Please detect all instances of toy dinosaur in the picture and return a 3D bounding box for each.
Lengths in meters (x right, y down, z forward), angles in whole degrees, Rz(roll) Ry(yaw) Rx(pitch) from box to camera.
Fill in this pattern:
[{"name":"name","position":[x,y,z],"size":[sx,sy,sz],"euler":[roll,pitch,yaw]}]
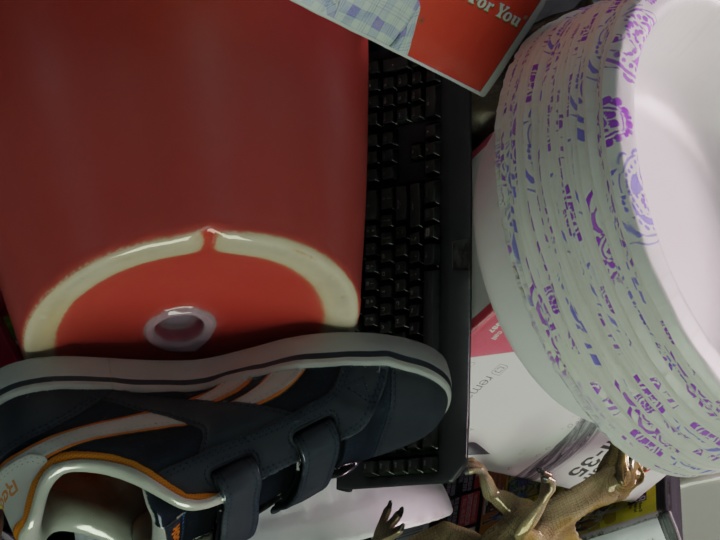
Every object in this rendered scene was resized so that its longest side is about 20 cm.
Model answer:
[{"name":"toy dinosaur","position":[0.059,0.144,1.238],"size":[0.101,0.058,0.200],"euler":[21,126,-39]}]

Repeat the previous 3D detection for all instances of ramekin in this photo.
[{"name":"ramekin","position":[-0.059,0.100,1.324],"size":[0.199,0.098,0.200],"euler":[-13,176,-1]}]

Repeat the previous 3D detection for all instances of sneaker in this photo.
[{"name":"sneaker","position":[-0.055,0.078,1.055],"size":[0.198,0.080,0.079],"euler":[-5,145,-11]}]

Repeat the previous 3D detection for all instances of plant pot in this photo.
[{"name":"plant pot","position":[-0.082,-0.046,1.093],"size":[0.199,0.178,0.201],"euler":[-7,147,-4]}]

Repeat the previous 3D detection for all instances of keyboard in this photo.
[{"name":"keyboard","position":[0.000,0.000,1.171],"size":[0.127,0.202,0.021],"euler":[-10,164,43]}]

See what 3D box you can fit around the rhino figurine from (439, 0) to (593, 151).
[{"name":"rhino figurine","position":[0.080,-0.049,1.238],"size":[0.087,0.060,0.200],"euler":[-13,148,-1]}]

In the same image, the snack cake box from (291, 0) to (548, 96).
[{"name":"snack cake box","position":[-0.002,-0.161,1.008],"size":[0.199,0.067,0.115],"euler":[23,105,-40]}]

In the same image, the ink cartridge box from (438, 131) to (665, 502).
[{"name":"ink cartridge box","position":[0.101,0.027,1.226],"size":[0.199,0.083,0.146],"euler":[15,133,-39]}]

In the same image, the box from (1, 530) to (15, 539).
[{"name":"box","position":[-0.206,0.265,1.487],"size":[0.181,0.201,0.104],"euler":[16,145,-35]}]

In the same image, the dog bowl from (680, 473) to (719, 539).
[{"name":"dog bowl","position":[0.206,0.141,1.553],"size":[0.198,0.059,0.201],"euler":[-7,147,-5]}]

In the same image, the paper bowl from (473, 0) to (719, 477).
[{"name":"paper bowl","position":[0.123,-0.014,1.066],"size":[0.104,0.202,0.200],"euler":[-19,147,35]}]

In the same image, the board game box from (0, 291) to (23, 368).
[{"name":"board game box","position":[-0.129,0.048,1.162],"size":[0.039,0.199,0.158],"euler":[-58,165,12]}]

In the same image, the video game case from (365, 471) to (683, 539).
[{"name":"video game case","position":[0.086,0.124,1.396],"size":[0.180,0.200,0.026],"euler":[-19,107,12]}]

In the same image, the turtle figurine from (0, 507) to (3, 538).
[{"name":"turtle figurine","position":[-0.246,0.110,1.373],"size":[0.161,0.065,0.200],"euler":[11,129,-40]}]
